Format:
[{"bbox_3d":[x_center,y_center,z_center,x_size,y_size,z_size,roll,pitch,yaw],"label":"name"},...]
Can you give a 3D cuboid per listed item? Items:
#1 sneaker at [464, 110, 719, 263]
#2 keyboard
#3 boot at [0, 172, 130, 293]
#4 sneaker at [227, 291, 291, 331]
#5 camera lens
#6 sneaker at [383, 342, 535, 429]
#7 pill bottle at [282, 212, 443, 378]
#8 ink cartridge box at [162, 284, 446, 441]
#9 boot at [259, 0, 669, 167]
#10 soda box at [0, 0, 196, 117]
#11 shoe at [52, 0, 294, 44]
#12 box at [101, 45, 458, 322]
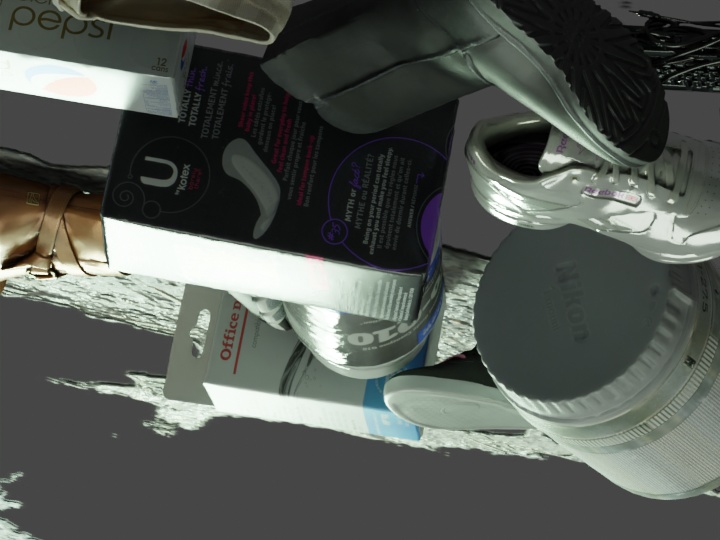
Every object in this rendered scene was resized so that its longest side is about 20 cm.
[{"bbox_3d":[0.157,-0.055,1.639,0.199,0.075,0.100,6,162,15],"label":"sneaker"},{"bbox_3d":[0.184,-0.110,1.524,0.199,0.040,0.104,3,161,19],"label":"keyboard"},{"bbox_3d":[-0.240,-0.019,1.997,0.155,0.077,0.200,5,153,6],"label":"boot"},{"bbox_3d":[-0.108,-0.030,1.886,0.115,0.075,0.200,9,152,20],"label":"sneaker"},{"bbox_3d":[0.184,0.054,1.809,0.160,0.160,0.200,-2,158,33],"label":"camera lens"},{"bbox_3d":[0.091,0.059,1.945,0.200,0.100,0.071,4,160,-38],"label":"sneaker"},{"bbox_3d":[0.000,0.000,1.828,0.113,0.114,0.200,9,162,6],"label":"pill bottle"},{"bbox_3d":[-0.045,0.049,1.990,0.199,0.116,0.067,8,161,8],"label":"ink cartridge box"},{"bbox_3d":[0.057,-0.104,1.528,0.165,0.066,0.200,47,143,-19],"label":"boot"},{"bbox_3d":[-0.198,-0.146,1.586,0.199,0.068,0.064,10,161,2],"label":"soda box"},{"bbox_3d":[-0.133,-0.167,1.511,0.199,0.054,0.070,9,161,5],"label":"shoe"},{"bbox_3d":[-0.050,-0.054,1.662,0.199,0.123,0.106,11,162,0],"label":"box"}]
